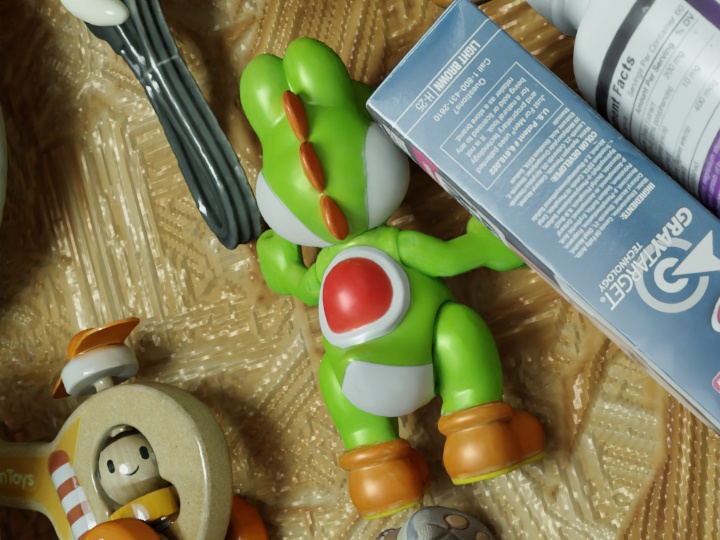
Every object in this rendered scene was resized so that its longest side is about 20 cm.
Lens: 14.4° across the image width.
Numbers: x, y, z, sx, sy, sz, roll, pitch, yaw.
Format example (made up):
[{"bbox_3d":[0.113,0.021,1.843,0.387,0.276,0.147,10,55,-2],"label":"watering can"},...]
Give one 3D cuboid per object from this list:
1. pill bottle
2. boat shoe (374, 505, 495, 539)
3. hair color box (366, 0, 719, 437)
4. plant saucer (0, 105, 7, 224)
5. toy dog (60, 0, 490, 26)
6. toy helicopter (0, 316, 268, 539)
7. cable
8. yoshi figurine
[{"bbox_3d":[0.153,-0.080,1.103,0.200,0.111,0.112,44,112,23],"label":"pill bottle"},{"bbox_3d":[0.038,0.203,1.204,0.072,0.076,0.201,-23,70,33],"label":"boat shoe"},{"bbox_3d":[0.098,-0.013,1.114,0.200,0.100,0.061,42,91,10],"label":"hair color box"},{"bbox_3d":[-0.225,-0.059,1.359,0.200,0.050,0.201,7,100,40],"label":"plant saucer"},{"bbox_3d":[-0.021,-0.175,1.163,0.199,0.194,0.140,9,131,28],"label":"toy dog"},{"bbox_3d":[-0.134,0.085,1.305,0.199,0.079,0.133,0,97,44],"label":"toy helicopter"},{"bbox_3d":[-0.087,-0.110,1.277,0.200,0.050,0.097,55,155,12],"label":"cable"},{"bbox_3d":[0.009,-0.004,1.219,0.112,0.112,0.201,-15,96,64],"label":"yoshi figurine"}]
